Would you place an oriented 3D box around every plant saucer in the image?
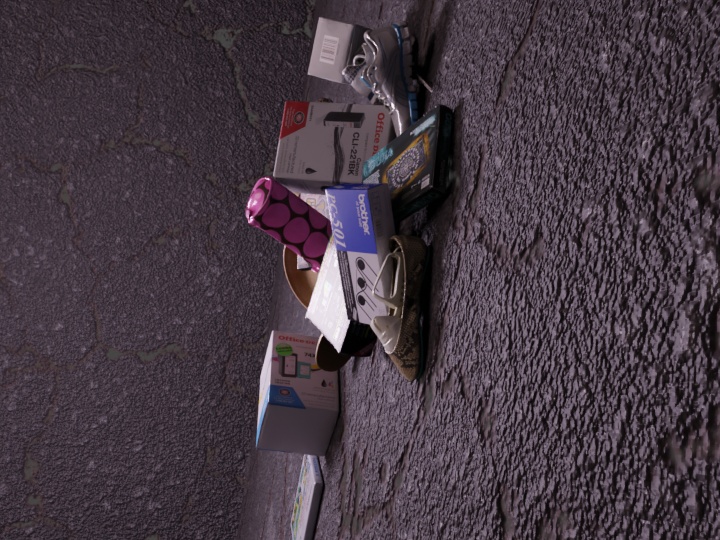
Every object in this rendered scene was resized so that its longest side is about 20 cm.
[{"bbox_3d":[-0.077,0.002,1.543,0.035,0.200,0.202,-28,-33,-43],"label":"plant saucer"}]

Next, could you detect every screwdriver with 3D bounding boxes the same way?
[{"bbox_3d":[0.099,-0.312,1.219,0.200,0.029,0.028,-116,37,-61],"label":"screwdriver"}]

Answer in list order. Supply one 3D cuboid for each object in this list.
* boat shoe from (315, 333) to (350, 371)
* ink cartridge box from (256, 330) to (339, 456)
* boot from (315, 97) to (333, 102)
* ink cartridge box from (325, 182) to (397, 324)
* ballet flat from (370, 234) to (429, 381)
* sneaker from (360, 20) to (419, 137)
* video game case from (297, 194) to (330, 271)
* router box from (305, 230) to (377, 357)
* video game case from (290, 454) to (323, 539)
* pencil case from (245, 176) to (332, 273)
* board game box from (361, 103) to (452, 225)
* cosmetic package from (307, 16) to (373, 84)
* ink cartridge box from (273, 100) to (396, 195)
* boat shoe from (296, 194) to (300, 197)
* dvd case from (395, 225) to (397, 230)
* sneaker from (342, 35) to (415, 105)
[{"bbox_3d":[-0.031,0.094,1.401,0.065,0.071,0.202,-96,24,-70],"label":"boat shoe"},{"bbox_3d":[-0.131,0.253,1.557,0.201,0.145,0.147,-96,18,-51],"label":"ink cartridge box"},{"bbox_3d":[-0.101,-0.261,1.626,0.201,0.072,0.152,119,157,-49],"label":"boot"},{"bbox_3d":[0.009,-0.023,1.080,0.093,0.044,0.203,7,112,48],"label":"ink cartridge box"},{"bbox_3d":[0.049,0.046,1.012,0.068,0.074,0.203,146,133,-62],"label":"ballet flat"},{"bbox_3d":[0.044,-0.298,1.223,0.075,0.086,0.203,-177,78,-78],"label":"sneaker"},{"bbox_3d":[-0.046,-0.109,1.440,0.179,0.025,0.203,-8,75,37],"label":"video game case"},{"bbox_3d":[-0.011,0.019,1.223,0.150,0.062,0.202,38,113,56],"label":"router box"},{"bbox_3d":[-0.115,0.499,1.593,0.182,0.022,0.203,-127,46,-74],"label":"video game case"},{"bbox_3d":[-0.118,-0.079,1.338,0.094,0.199,0.091,-50,35,5],"label":"pencil case"},{"bbox_3d":[0.059,-0.136,1.083,0.199,0.028,0.137,-29,47,53],"label":"board game box"},{"bbox_3d":[-0.007,-0.400,1.403,0.199,0.089,0.108,-15,-59,-58],"label":"cosmetic package"},{"bbox_3d":[-0.038,-0.210,1.313,0.084,0.197,0.146,51,-134,-74],"label":"ink cartridge box"},{"bbox_3d":[-0.074,-0.086,1.565,0.202,0.073,0.063,64,166,-14],"label":"boat shoe"},{"bbox_3d":[0.000,0.000,1.293,0.145,0.022,0.203,12,91,54],"label":"dvd case"},{"bbox_3d":[0.035,-0.377,1.319,0.077,0.080,0.201,-53,8,46],"label":"sneaker"}]
